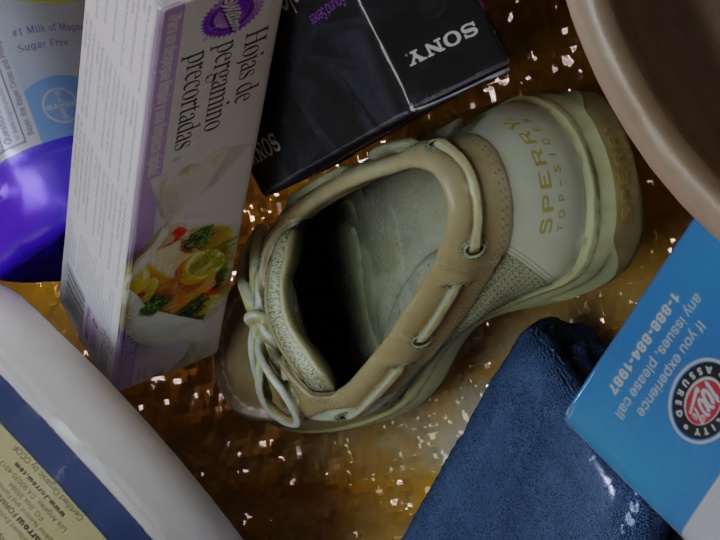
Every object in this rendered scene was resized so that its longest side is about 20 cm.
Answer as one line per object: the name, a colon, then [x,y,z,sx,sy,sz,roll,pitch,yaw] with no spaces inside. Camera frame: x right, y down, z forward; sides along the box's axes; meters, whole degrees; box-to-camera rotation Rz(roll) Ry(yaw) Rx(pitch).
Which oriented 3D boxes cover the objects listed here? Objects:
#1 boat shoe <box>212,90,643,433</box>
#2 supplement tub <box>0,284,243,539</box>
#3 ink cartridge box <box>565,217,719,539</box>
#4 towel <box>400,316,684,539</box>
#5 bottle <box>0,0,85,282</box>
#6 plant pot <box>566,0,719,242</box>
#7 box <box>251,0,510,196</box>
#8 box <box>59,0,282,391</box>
boat shoe: [0.001,0.002,0.801,0.201,0.063,0.073,-25,76,57]
supplement tub: [-0.140,0.116,0.844,0.200,0.144,0.144,-42,64,-10]
ink cartridge box: [0.171,0.044,0.689,0.200,0.084,0.145,45,118,25]
towel: [0.036,0.119,0.809,0.200,0.048,0.112,-62,30,24]
bottle: [-0.114,-0.096,0.893,0.065,0.083,0.200,-32,71,35]
plant pot: [0.164,-0.095,0.590,0.200,0.174,0.201,8,102,38]
box: [-0.039,-0.123,0.754,0.200,0.036,0.143,62,162,-1]
box: [-0.055,-0.034,0.781,0.041,0.039,0.200,58,157,24]
